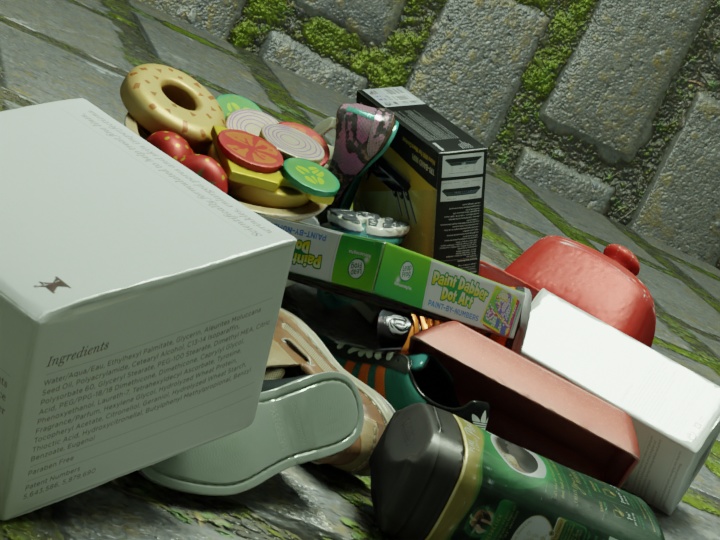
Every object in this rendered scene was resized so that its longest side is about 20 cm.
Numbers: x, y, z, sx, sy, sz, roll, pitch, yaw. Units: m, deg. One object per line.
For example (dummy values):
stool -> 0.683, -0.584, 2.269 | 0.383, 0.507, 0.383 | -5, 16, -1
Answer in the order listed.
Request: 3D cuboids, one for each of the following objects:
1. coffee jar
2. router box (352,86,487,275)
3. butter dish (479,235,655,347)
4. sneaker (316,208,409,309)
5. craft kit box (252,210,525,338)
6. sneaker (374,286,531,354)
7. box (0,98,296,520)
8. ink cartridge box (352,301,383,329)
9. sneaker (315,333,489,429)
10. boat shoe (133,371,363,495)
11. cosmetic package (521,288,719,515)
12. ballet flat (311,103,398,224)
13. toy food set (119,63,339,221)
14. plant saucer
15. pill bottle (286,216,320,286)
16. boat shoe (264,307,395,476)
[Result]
coffee jar -> 0.102, 0.166, 1.266 | 0.199, 0.086, 0.104 | 25, 14, -12
router box -> 0.052, -0.069, 1.750 | 0.052, 0.158, 0.200 | -7, 23, -21
butter dish -> 0.231, 0.037, 1.894 | 0.199, 0.148, 0.200 | 31, -19, 22
sneaker -> -0.003, -0.009, 1.721 | 0.077, 0.080, 0.200 | 10, -12, -7
craft kit box -> 0.000, 0.000, 1.505 | 0.197, 0.049, 0.199 | 10, -6, 40
sneaker -> 0.072, 0.059, 1.613 | 0.111, 0.078, 0.200 | 18, -28, -10
box -> -0.179, 0.012, 1.059 | 0.198, 0.131, 0.199 | 33, 32, 31
ink cartridge box -> 0.069, 0.041, 1.830 | 0.115, 0.068, 0.200 | 21, 12, -29
sneaker -> 0.027, 0.091, 1.454 | 0.200, 0.080, 0.071 | 35, 14, 37
boat shoe -> -0.083, 0.106, 1.185 | 0.060, 0.076, 0.199 | -15, -11, 42
cosmetic package -> 0.221, 0.118, 1.671 | 0.199, 0.113, 0.081 | 32, 56, 16
ballet flat -> -0.022, -0.104, 1.743 | 0.071, 0.069, 0.200 | 28, -27, -3
toy food set -> -0.110, -0.106, 1.616 | 0.197, 0.049, 0.200 | 13, 27, -25
plant saucer -> 0.131, 0.112, 1.507 | 0.199, 0.037, 0.200 | 28, -16, 8
pill bottle -> -0.108, -0.060, 1.763 | 0.111, 0.113, 0.200 | 20, 14, -30
boat shoe -> -0.059, 0.078, 1.340 | 0.199, 0.076, 0.072 | 31, 13, 30
